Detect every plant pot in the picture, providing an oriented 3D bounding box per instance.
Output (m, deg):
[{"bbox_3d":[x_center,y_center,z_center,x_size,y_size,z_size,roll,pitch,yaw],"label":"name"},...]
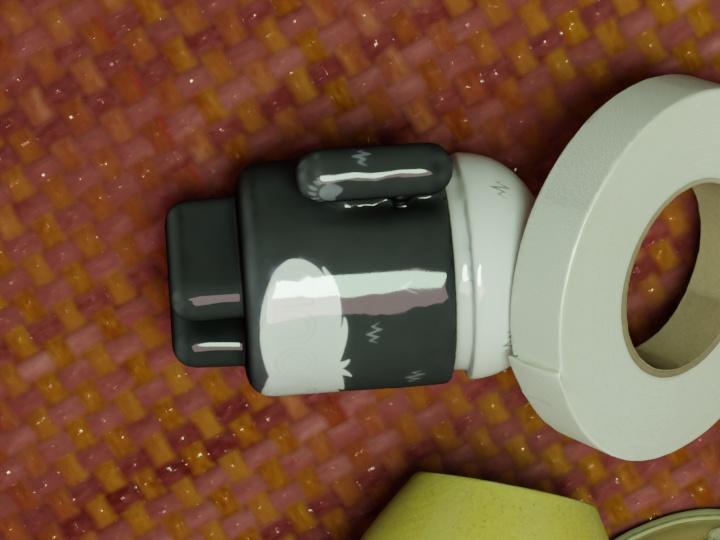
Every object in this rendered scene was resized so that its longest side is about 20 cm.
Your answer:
[{"bbox_3d":[0.067,0.188,1.328,0.200,0.200,0.142,13,83,-11],"label":"plant pot"}]

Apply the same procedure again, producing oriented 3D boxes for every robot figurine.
[{"bbox_3d":[0.000,0.000,1.273,0.200,0.150,0.125,-4,92,-4],"label":"robot figurine"}]

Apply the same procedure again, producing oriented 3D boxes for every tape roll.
[{"bbox_3d":[0.156,-0.001,1.273,0.203,0.037,0.203,-21,120,-40],"label":"tape roll"}]

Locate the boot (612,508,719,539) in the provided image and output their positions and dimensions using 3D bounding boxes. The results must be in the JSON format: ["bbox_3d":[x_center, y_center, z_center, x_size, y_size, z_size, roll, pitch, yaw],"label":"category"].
[{"bbox_3d":[0.230,0.195,1.350,0.200,0.155,0.073,-1,110,-6],"label":"boot"}]
